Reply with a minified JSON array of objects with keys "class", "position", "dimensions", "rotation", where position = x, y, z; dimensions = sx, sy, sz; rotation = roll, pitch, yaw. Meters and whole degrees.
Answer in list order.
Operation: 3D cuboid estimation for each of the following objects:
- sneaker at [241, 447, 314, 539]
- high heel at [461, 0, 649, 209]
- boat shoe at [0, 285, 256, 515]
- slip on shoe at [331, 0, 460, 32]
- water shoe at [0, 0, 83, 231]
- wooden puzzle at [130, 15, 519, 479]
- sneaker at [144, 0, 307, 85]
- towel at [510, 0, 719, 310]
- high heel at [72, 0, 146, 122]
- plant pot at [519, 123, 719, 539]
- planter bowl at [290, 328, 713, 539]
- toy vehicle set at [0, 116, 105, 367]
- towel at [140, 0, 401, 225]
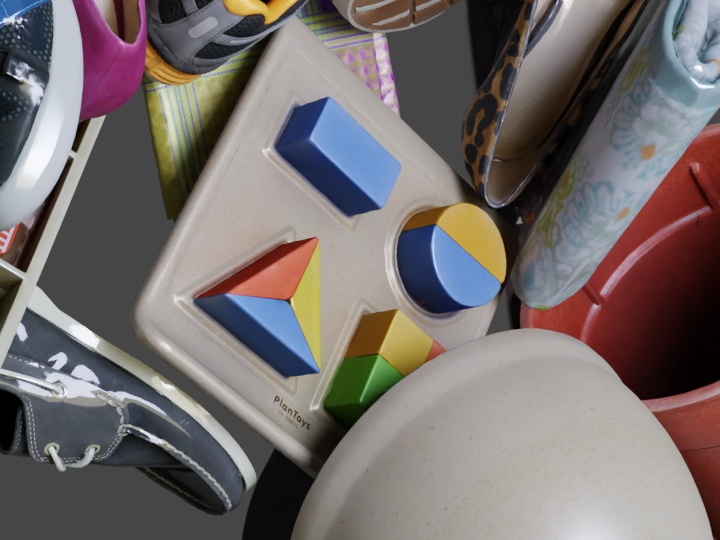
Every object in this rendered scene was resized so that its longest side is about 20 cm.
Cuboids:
[{"class":"sneaker","position":[-0.008,0.163,0.871],"dimensions":[0.108,0.067,0.203],"rotation":[33,70,-41]},{"class":"high heel","position":[0.113,-0.120,0.837],"dimensions":[0.071,0.200,0.144],"rotation":[22,59,-13]},{"class":"boat shoe","position":[-0.136,0.060,0.768],"dimensions":[0.199,0.072,0.068],"rotation":[36,64,-21]},{"class":"slip on shoe","position":[0.050,-0.183,0.880],"dimensions":[0.199,0.076,0.061],"rotation":[-31,76,-35]},{"class":"water shoe","position":[-0.154,-0.112,0.648],"dimensions":[0.079,0.071,0.202],"rotation":[16,62,-42]},{"class":"wooden puzzle","position":[0.000,0.000,0.817],"dimensions":[0.185,0.046,0.201],"rotation":[41,54,-29]},{"class":"sneaker","position":[-0.032,-0.166,0.795],"dimensions":[0.078,0.077,0.201],"rotation":[44,59,-24]},{"class":"towel","position":[0.152,-0.091,0.878],"dimensions":[0.048,0.172,0.200],"rotation":[29,44,3]},{"class":"high heel","position":[-0.114,-0.154,0.723],"dimensions":[0.067,0.096,0.202],"rotation":[21,61,-29]},{"class":"plant pot","position":[0.222,0.056,0.955],"dimensions":[0.201,0.200,0.196],"rotation":[-53,126,-20]},{"class":"planter bowl","position":[0.083,0.147,0.773],"dimensions":[0.199,0.135,0.202],"rotation":[-19,128,-26]},{"class":"toy vehicle set","position":[-0.181,-0.047,0.710],"dimensions":[0.124,0.026,0.201],"rotation":[32,55,-23]},{"class":"towel","position":[-0.053,-0.126,0.848],"dimensions":[0.143,0.023,0.202],"rotation":[-18,102,-32]}]
